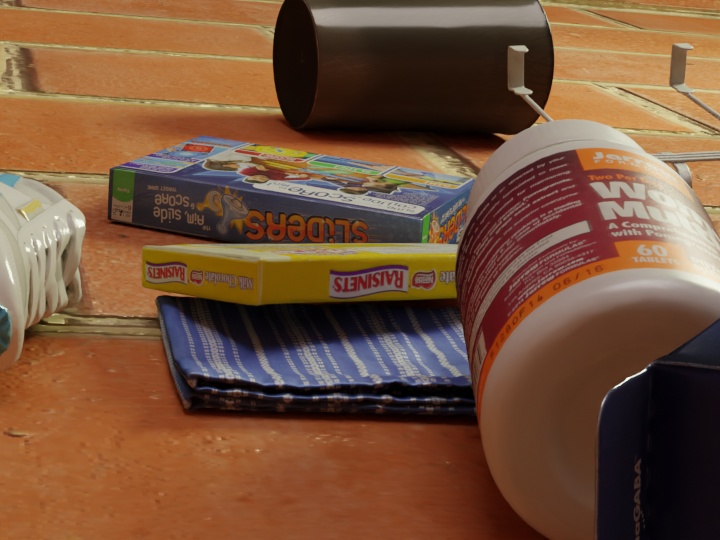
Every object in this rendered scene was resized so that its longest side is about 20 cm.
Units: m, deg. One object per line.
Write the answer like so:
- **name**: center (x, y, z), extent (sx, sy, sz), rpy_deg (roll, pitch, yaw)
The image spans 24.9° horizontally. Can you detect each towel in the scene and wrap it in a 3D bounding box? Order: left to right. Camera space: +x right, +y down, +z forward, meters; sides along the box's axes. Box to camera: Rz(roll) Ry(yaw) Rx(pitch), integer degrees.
- **towel**: center (0.009, 0.034, 0.754), extent (0.198, 0.024, 0.145), rpy_deg (2, 14, -12)

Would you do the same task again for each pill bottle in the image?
- **pill bottle**: center (0.093, 0.015, 0.635), extent (0.109, 0.110, 0.200), rpy_deg (5, 24, -3)

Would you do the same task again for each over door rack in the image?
- **over door rack**: center (0.199, -0.095, 1.174), extent (0.146, 0.067, 0.200), rpy_deg (-2, 34, -11)

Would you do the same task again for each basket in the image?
- **basket**: center (0.036, -0.180, 1.390), extent (0.198, 0.137, 0.180), rpy_deg (-5, 13, -23)

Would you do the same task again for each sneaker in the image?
- **sneaker**: center (-0.164, -0.007, 0.742), extent (0.080, 0.077, 0.200), rpy_deg (3, 16, -17)

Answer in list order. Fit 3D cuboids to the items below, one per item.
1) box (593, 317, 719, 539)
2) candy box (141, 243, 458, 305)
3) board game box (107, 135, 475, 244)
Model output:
- **box**: center (0.112, 0.070, 0.454), extent (0.032, 0.122, 0.200), rpy_deg (6, 13, 29)
- **candy box**: center (0.000, 0.000, 0.821), extent (0.199, 0.027, 0.102), rpy_deg (-1, 7, -39)
- **board game box**: center (-0.038, -0.045, 1.012), extent (0.198, 0.035, 0.135), rpy_deg (10, 16, 18)
